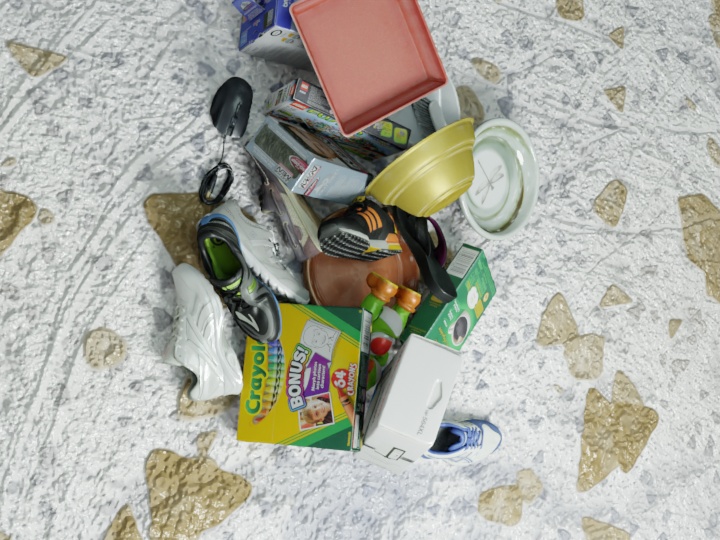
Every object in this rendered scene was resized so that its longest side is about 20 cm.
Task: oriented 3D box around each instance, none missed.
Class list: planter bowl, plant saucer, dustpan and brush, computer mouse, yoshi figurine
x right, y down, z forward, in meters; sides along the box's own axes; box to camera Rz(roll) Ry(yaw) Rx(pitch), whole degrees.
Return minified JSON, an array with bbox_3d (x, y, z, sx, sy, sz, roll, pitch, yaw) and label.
[{"bbox_3d":[0.111,-0.139,1.658,0.200,0.200,0.084,-30,82,-28],"label":"planter bowl"},{"bbox_3d":[0.215,-0.150,1.803,0.200,0.050,0.201,-5,98,-42],"label":"plant saucer"},{"bbox_3d":[0.000,0.000,1.692,0.200,0.032,0.201,3,84,-29],"label":"plant saucer"},{"bbox_3d":[0.130,-0.224,1.770,0.140,0.057,0.200,-53,139,-22],"label":"dustpan and brush"},{"bbox_3d":[0.009,-0.320,1.576,0.200,0.037,0.200,-31,106,-25],"label":"plant saucer"},{"bbox_3d":[-0.196,-0.191,1.602,0.058,0.034,0.201,16,78,-28],"label":"computer mouse"},{"bbox_3d":[0.006,0.106,1.632,0.112,0.112,0.200,25,90,16],"label":"yoshi figurine"}]

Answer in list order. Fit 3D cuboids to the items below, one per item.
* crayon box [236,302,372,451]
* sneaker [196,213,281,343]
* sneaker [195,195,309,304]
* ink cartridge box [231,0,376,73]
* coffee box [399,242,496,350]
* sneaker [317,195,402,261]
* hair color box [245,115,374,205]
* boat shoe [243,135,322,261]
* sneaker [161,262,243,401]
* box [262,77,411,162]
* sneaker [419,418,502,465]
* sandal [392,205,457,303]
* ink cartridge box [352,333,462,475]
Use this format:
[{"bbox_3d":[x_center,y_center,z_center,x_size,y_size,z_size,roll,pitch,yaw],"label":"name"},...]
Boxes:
[{"bbox_3d":[-0.079,0.150,1.560,0.172,0.058,0.201,2,80,16],"label":"crayon box"},{"bbox_3d":[-0.175,0.019,1.516,0.071,0.083,0.200,-21,108,15],"label":"sneaker"},{"bbox_3d":[-0.140,-0.026,1.590,0.200,0.075,0.082,45,67,-17],"label":"sneaker"},{"bbox_3d":[-0.091,-0.358,1.619,0.199,0.136,0.077,9,80,-28],"label":"ink cartridge box"},{"bbox_3d":[0.140,0.069,1.724,0.200,0.044,0.123,-56,147,-21],"label":"coffee box"},{"bbox_3d":[-0.008,-0.069,1.609,0.200,0.070,0.090,14,62,-60],"label":"sneaker"},{"bbox_3d":[-0.069,-0.154,1.571,0.099,0.200,0.061,43,105,20],"label":"hair color box"},{"bbox_3d":[-0.119,-0.104,1.613,0.065,0.072,0.200,-34,92,3],"label":"boat shoe"},{"bbox_3d":[-0.235,0.091,1.528,0.099,0.078,0.201,-19,91,-22],"label":"sneaker"},{"bbox_3d":[-0.035,-0.224,1.651,0.200,0.110,0.035,21,75,-25],"label":"box"},{"bbox_3d":[0.152,0.270,1.716,0.199,0.088,0.076,2,82,-30],"label":"sneaker"},{"bbox_3d":[0.109,-0.039,1.690,0.075,0.048,0.201,22,35,-48],"label":"sandal"},{"bbox_3d":[0.064,0.194,1.564,0.084,0.200,0.146,22,65,-2],"label":"ink cartridge box"}]
